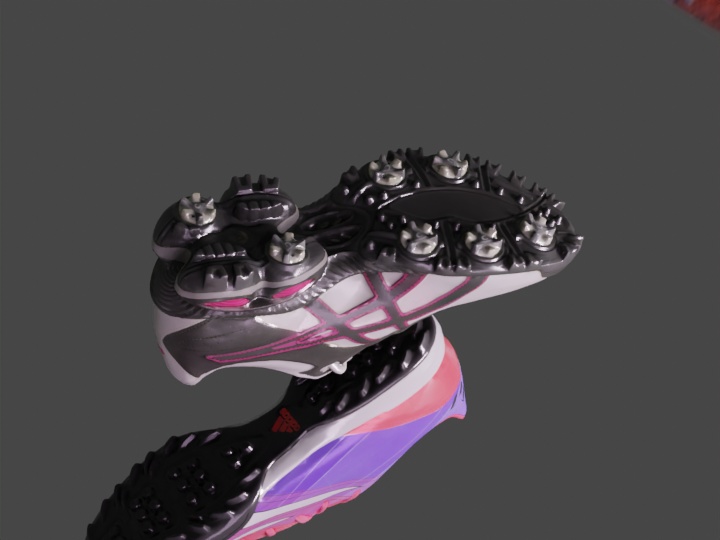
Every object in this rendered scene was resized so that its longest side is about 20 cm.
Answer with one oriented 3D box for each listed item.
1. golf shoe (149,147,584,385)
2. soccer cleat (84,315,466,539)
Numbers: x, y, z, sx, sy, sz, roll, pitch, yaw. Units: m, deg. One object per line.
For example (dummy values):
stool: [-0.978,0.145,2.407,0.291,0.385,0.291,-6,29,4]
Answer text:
golf shoe: [0.000,0.000,1.283,0.199,0.077,0.088,-5,135,-16]
soccer cleat: [-0.037,0.095,1.322,0.200,0.068,0.073,-37,134,-5]
